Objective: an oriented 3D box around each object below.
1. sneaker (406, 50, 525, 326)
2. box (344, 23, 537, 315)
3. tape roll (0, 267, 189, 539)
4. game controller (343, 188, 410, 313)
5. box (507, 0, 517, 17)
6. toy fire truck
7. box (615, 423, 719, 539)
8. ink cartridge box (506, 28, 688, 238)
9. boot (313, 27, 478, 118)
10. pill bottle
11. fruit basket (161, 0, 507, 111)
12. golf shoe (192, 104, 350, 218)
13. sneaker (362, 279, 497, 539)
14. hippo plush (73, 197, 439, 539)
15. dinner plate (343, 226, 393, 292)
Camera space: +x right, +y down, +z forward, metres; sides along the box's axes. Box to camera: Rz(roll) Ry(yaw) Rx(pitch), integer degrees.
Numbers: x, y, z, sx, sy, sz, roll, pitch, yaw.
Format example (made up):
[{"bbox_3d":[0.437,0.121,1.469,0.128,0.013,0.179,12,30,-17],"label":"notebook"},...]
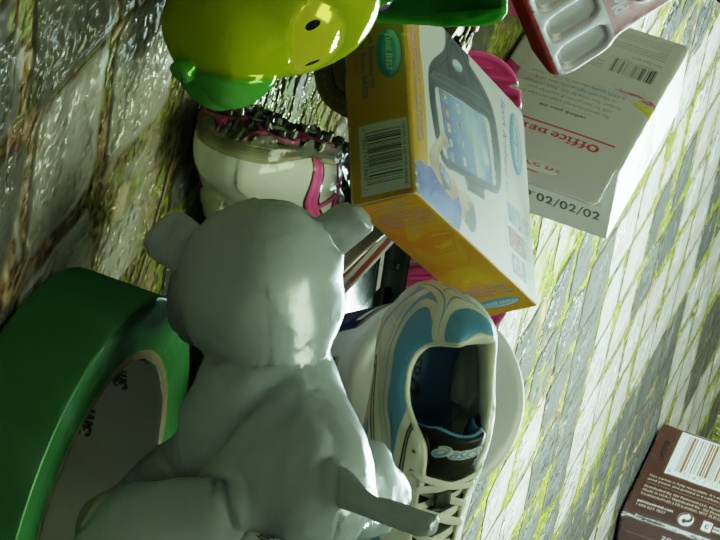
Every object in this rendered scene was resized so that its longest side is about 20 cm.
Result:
[{"bbox_3d":[0.074,-0.050,1.948,0.088,0.081,0.201,-64,162,-75],"label":"sneaker"},{"bbox_3d":[0.048,-0.057,1.591,0.200,0.041,0.120,37,46,-58],"label":"box"},{"bbox_3d":[-0.143,0.100,1.393,0.200,0.048,0.201,19,90,-77],"label":"tape roll"},{"bbox_3d":[0.000,0.000,1.866,0.104,0.042,0.201,-37,146,-42],"label":"game controller"},{"bbox_3d":[0.107,-0.256,1.795,0.200,0.094,0.103,90,24,-52],"label":"box"},{"bbox_3d":[0.153,-0.201,1.694,0.168,0.112,0.200,-34,153,0],"label":"toy fire truck"},{"bbox_3d":[0.405,0.329,3.619,0.201,0.165,0.164,95,19,-44],"label":"box"},{"bbox_3d":[0.147,-0.098,2.127,0.200,0.115,0.068,-56,160,-44],"label":"ink cartridge box"},{"bbox_3d":[0.032,-0.134,1.722,0.155,0.073,0.200,93,23,-60],"label":"boot"},{"bbox_3d":[0.012,0.077,1.725,0.111,0.111,0.200,-68,-166,-10],"label":"pill bottle"},{"bbox_3d":[-0.009,-0.164,1.397,0.216,0.155,0.217,3,90,-85],"label":"fruit basket"},{"bbox_3d":[-0.046,-0.036,1.538,0.200,0.072,0.092,21,90,-77],"label":"golf shoe"},{"bbox_3d":[0.034,0.106,1.579,0.072,0.072,0.201,-135,-133,-60],"label":"sneaker"},{"bbox_3d":[-0.062,0.053,1.338,0.200,0.159,0.162,119,-40,-86],"label":"hippo plush"},{"bbox_3d":[-0.037,0.023,1.634,0.200,0.024,0.200,-46,177,-4],"label":"dinner plate"}]
